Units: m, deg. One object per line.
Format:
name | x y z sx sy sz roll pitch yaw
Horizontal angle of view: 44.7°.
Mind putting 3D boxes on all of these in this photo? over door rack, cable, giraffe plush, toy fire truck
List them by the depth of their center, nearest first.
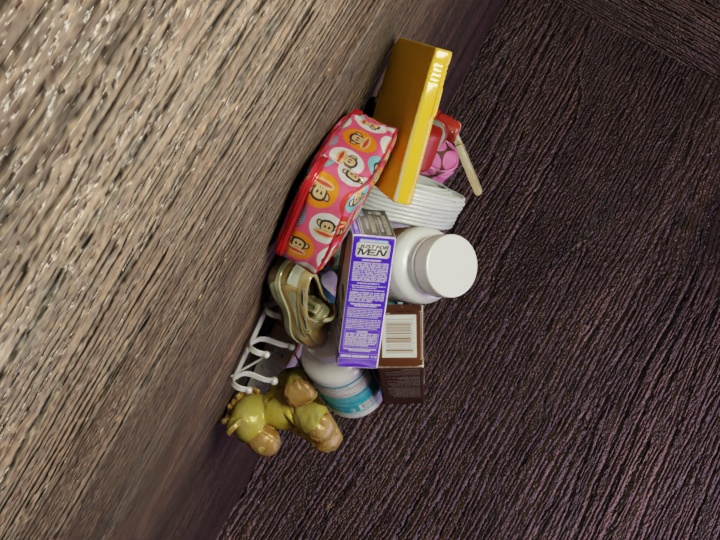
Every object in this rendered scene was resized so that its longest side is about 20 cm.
toy fire truck | 0.107 -0.191 1.351 0.176 0.200 0.129 -58 168 -58
over door rack | -0.124 0.096 1.368 0.148 0.067 0.200 -63 177 19
cable | 0.063 -0.118 1.376 0.200 0.200 0.069 -49 158 -77
giraffe plush | -0.143 0.240 1.457 0.162 0.200 0.173 -30 152 -6

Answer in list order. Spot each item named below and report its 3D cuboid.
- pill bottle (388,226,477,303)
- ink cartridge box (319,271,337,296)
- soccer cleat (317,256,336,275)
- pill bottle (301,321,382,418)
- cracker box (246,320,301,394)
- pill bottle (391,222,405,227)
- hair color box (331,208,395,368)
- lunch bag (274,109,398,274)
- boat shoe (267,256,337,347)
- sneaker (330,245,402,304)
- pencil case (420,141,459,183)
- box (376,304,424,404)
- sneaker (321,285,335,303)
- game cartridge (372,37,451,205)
pill bottle | 0.078 -0.008 1.300 0.200 0.114 0.114 2 -120 60
ink cartridge box | -0.052 0.024 1.537 0.200 0.067 0.117 72 35 -52
soccer cleat | -0.076 -0.028 1.272 0.076 0.067 0.200 -29 174 -14
pill bottle | -0.029 0.152 1.406 0.111 0.111 0.200 -61 154 -23
cracker box | -0.149 0.161 1.621 0.200 0.058 0.134 -65 176 24
pill bottle | 0.035 -0.092 1.530 0.200 0.104 0.104 -89 -162 -47
hair color box | 0.001 0.024 1.229 0.109 0.065 0.200 -105 -158 -66
lunch bag | -0.032 -0.091 1.105 0.176 0.082 0.200 -64 178 40
boat shoe | -0.068 0.058 1.232 0.072 0.076 0.200 -64 155 -22
sneaker | 0.000 0.000 1.405 0.078 0.200 0.086 -37 -141 42
pencil case | 0.115 -0.168 1.644 0.200 0.091 0.094 126 -30 -53
box | 0.064 0.134 1.349 0.200 0.075 0.100 83 7 -67
sneaker | -0.065 0.103 1.483 0.200 0.066 0.079 98 -27 -50
game cartridge | 0.057 -0.205 1.172 0.176 0.032 0.200 -128 -128 -65
